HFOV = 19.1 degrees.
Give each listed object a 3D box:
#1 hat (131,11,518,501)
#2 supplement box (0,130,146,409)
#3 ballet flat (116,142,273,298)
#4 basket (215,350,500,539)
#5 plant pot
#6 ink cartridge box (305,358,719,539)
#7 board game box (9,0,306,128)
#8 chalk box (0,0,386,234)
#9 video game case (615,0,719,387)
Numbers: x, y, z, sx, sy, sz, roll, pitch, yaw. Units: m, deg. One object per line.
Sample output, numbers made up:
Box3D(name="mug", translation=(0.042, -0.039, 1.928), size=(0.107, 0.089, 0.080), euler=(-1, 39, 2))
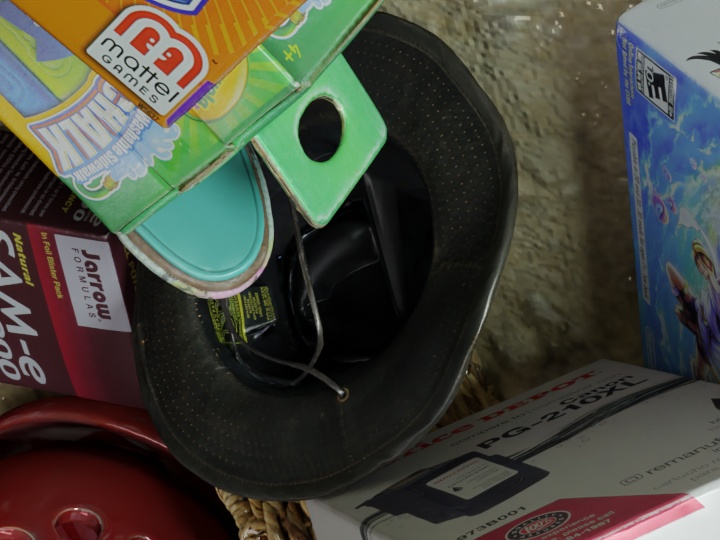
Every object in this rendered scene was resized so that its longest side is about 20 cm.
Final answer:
Box3D(name="hat", translation=(0.000, 0.000, 0.853), size=(0.200, 0.202, 0.081), euler=(-16, 161, 38))
Box3D(name="supplement box", translation=(-0.180, -0.008, 0.971), size=(0.199, 0.061, 0.109), euler=(8, 134, 20))
Box3D(name="ballet flat", translation=(-0.104, -0.070, 0.844), size=(0.200, 0.069, 0.071), euler=(53, 156, 6))
Box3D(name="basket", translation=(0.002, 0.146, 0.964), size=(0.148, 0.143, 0.200), euler=(-7, 127, 32))
Box3D(name="plant pot", translation=(-0.136, 0.177, 1.036), size=(0.200, 0.183, 0.201), euler=(15, 136, 14))
Box3D(name="ink cartridge box", translation=(0.081, 0.103, 0.772), size=(0.085, 0.144, 0.200), euler=(71, 163, -9))
Box3D(name="board game box", translation=(-0.042, -0.208, 0.596), size=(0.200, 0.200, 0.200), euler=(39, 137, -14))
Box3D(name="chalk box", translation=(-0.063, -0.107, 0.753), size=(0.200, 0.125, 0.124), euler=(45, 136, -11))
Box3D(name="video game case", translation=(0.161, 0.024, 0.752), size=(0.181, 0.045, 0.201), euler=(46, 155, 47))
